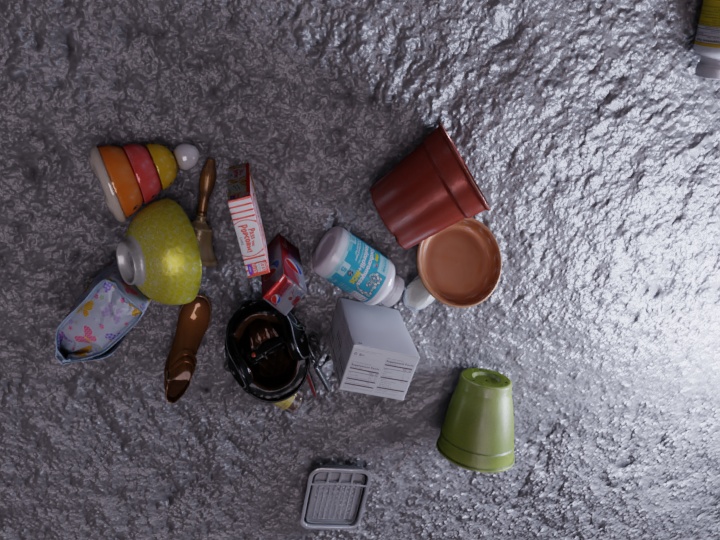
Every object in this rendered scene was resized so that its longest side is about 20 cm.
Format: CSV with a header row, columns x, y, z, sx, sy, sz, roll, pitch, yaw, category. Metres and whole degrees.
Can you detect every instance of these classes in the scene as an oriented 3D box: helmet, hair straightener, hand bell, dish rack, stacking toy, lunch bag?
x,y,z,sx,sy,sz,roll,pitch,yaw,category
-0.198,0.172,1.389,0.194,0.205,0.192,-17,153,-3,helmet
-0.105,0.199,1.514,0.075,0.041,0.205,-19,112,-2,hair straightener
-0.316,-0.122,1.304,0.101,0.104,0.206,11,100,-16,hand bell
-0.067,0.584,1.691,0.166,0.044,0.206,6,113,-15,dish rack
-0.398,-0.192,1.232,0.196,0.146,0.150,-24,119,-17,stacking toy
-0.509,0.085,1.298,0.199,0.170,0.128,-40,109,9,lunch bag

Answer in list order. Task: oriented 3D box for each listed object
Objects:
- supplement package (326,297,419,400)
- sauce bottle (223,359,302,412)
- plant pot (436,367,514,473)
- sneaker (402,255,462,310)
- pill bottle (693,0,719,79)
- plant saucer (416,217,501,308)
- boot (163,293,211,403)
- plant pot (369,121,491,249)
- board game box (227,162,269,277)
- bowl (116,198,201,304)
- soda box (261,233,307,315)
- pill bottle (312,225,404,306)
x,y,z,sx,sy,sz,roll,pitch,yaw,category
0.023,0.169,1.429,0.151,0.201,0.114,12,114,-17,supplement package
-0.224,0.254,1.496,0.198,0.065,0.065,38,103,-23,sauce bottle
0.295,0.353,1.591,0.194,0.200,0.199,5,102,-13,plant pot
0.175,0.015,1.475,0.198,0.072,0.073,-37,88,-6,sneaker
0.747,-0.500,1.319,0.109,0.113,0.206,-4,116,-9,pill bottle
0.214,-0.019,1.429,0.193,0.037,0.207,1,81,-9,plant saucer
-0.365,0.166,1.373,0.072,0.156,0.205,15,111,-17,boot
0.133,-0.158,1.317,0.192,0.203,0.202,-31,117,14,plant pot
-0.218,-0.101,1.255,0.045,0.201,0.156,-13,118,-4,board game box
-0.395,-0.025,1.225,0.106,0.198,0.206,-16,123,-40,bowl
-0.159,0.003,1.315,0.063,0.201,0.070,38,103,-24,soda box
0.000,0.000,1.397,0.197,0.111,0.112,31,106,-23,pill bottle
